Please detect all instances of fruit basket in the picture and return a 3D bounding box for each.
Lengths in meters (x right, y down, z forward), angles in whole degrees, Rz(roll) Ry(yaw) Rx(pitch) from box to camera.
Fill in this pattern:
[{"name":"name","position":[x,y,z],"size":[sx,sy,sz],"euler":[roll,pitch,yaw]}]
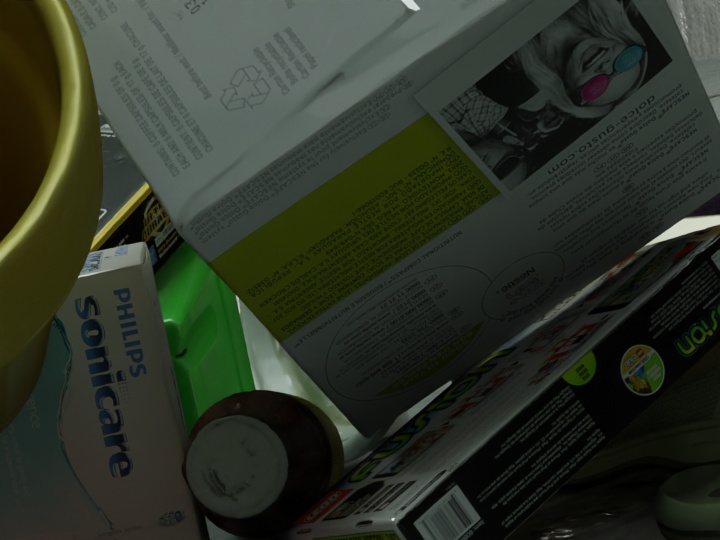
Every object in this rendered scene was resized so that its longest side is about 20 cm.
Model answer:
[{"name":"fruit basket","position":[-0.160,0.044,1.183],"size":[0.216,0.156,0.216],"euler":[-10,16,3]}]

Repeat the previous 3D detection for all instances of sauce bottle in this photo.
[{"name":"sauce bottle","position":[-0.044,0.083,0.950],"size":[0.066,0.066,0.200],"euler":[-11,-4,4]}]

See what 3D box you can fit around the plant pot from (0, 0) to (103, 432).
[{"name":"plant pot","position":[-0.194,-0.014,0.843],"size":[0.201,0.201,0.189],"euler":[-13,-27,-9]}]

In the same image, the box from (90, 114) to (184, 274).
[{"name":"box","position":[-0.191,-0.023,1.134],"size":[0.200,0.049,0.160],"euler":[5,39,29]}]

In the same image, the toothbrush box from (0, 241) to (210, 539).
[{"name":"toothbrush box","position":[-0.177,0.080,0.987],"size":[0.200,0.146,0.085],"euler":[-12,9,-2]}]

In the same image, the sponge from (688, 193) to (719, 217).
[{"name":"sponge","position":[0.192,-0.017,1.153],"size":[0.112,0.030,0.200],"euler":[10,-18,0]}]

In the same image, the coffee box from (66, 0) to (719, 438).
[{"name":"coffee box","position":[0.004,-0.091,0.918],"size":[0.200,0.200,0.198],"euler":[-36,-35,2]}]

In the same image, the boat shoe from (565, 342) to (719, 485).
[{"name":"boat shoe","position":[0.124,0.055,0.985],"size":[0.073,0.063,0.201],"euler":[-16,0,-29]}]

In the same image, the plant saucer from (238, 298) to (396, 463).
[{"name":"plant saucer","position":[0.000,0.000,1.139],"size":[0.050,0.200,0.200],"euler":[3,0,-29]}]

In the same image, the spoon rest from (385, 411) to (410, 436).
[{"name":"spoon rest","position":[-0.023,0.054,1.274],"size":[0.099,0.061,0.200],"euler":[-13,9,-17]}]

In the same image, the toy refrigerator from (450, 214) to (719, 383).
[{"name":"toy refrigerator","position":[0.146,0.025,1.063],"size":[0.200,0.070,0.076],"euler":[-5,50,21]}]

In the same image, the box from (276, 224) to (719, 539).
[{"name":"box","position":[0.067,0.056,0.894],"size":[0.200,0.035,0.110],"euler":[-39,9,-26]}]

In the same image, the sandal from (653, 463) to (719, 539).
[{"name":"sandal","position":[0.198,0.069,0.833],"size":[0.201,0.057,0.080],"euler":[-9,3,32]}]
